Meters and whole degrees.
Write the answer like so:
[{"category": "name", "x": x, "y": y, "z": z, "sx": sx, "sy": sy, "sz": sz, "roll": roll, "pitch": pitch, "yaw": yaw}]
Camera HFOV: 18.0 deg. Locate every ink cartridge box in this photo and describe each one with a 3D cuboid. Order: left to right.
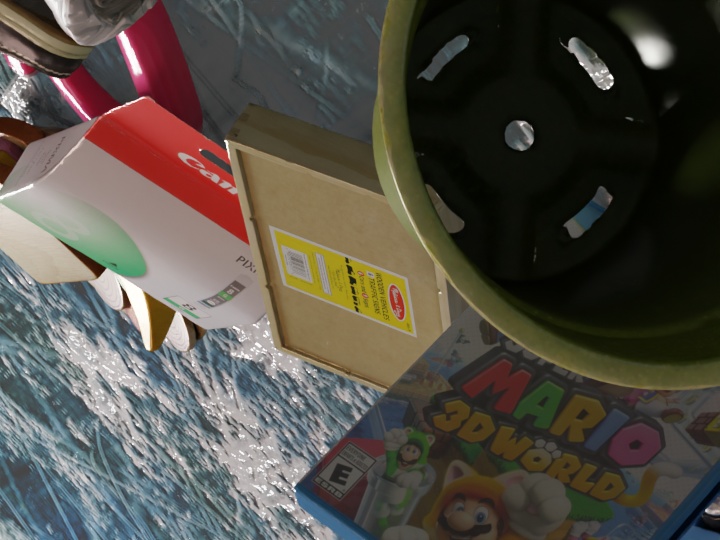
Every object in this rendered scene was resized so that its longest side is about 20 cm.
[{"category": "ink cartridge box", "x": -0.105, "y": -0.027, "z": 1.314, "sx": 0.161, "sy": 0.050, "sz": 0.200, "roll": 33, "pitch": 164, "yaw": -20}]

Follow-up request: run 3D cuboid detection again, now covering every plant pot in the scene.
[{"category": "plant pot", "x": 0.082, "y": -0.057, "z": 0.846, "sx": 0.200, "sy": 0.200, "sz": 0.190, "roll": 49, "pitch": 169, "yaw": -7}]

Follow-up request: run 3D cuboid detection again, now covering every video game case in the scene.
[{"category": "video game case", "x": 0.089, "y": 0.067, "z": 0.991, "sx": 0.143, "sy": 0.200, "sz": 0.018, "roll": 33, "pitch": 154, "yaw": 28}]

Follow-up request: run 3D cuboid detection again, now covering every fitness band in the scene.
[{"category": "fitness band", "x": -0.158, "y": -0.135, "z": 1.293, "sx": 0.144, "sy": 0.037, "sz": 0.200, "roll": 30, "pitch": 154, "yaw": 33}]

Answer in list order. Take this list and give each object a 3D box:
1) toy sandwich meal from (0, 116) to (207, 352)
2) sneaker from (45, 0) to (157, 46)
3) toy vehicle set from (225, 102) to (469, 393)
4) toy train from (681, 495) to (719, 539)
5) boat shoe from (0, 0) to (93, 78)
[{"category": "toy sandwich meal", "x": -0.184, "y": -0.016, "z": 1.494, "sx": 0.205, "sy": 0.070, "sz": 0.205, "roll": 37, "pitch": 156, "yaw": 20}, {"category": "sneaker", "x": -0.146, "y": -0.202, "z": 1.128, "sx": 0.099, "sy": 0.078, "sz": 0.200, "roll": 39, "pitch": 149, "yaw": 31}, {"category": "toy vehicle set", "x": 0.000, "y": 0.000, "z": 1.224, "sx": 0.124, "sy": 0.027, "sz": 0.200, "roll": 21, "pitch": 150, "yaw": 20}, {"category": "toy train", "x": 0.198, "y": 0.193, "z": 1.129, "sx": 0.087, "sy": 0.114, "sz": 0.200, "roll": 18, "pitch": 144, "yaw": 50}, {"category": "boat shoe", "x": -0.227, "y": -0.142, "z": 1.238, "sx": 0.200, "sy": 0.065, "sz": 0.073, "roll": 30, "pitch": -168, "yaw": 30}]
